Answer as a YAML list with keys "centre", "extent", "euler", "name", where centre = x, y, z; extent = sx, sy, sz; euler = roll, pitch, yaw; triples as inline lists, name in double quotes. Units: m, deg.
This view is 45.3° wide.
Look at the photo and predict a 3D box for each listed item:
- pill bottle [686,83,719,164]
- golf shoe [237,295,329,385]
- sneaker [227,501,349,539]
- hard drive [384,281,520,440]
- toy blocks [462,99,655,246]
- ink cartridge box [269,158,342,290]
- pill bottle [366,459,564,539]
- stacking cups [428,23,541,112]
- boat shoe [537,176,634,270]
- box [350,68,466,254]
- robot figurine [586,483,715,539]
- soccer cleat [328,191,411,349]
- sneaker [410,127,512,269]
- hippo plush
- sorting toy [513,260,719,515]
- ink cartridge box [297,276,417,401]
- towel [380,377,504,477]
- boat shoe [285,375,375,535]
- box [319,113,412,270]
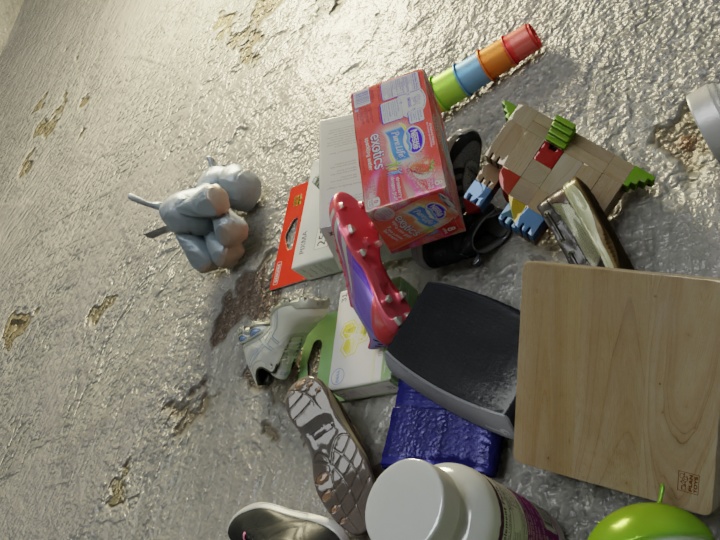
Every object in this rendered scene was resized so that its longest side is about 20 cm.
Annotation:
- centre: [0.430, -0.184, 0.841]
  extent: [0.200, 0.112, 0.113]
  euler: [-28, 46, 29]
  name: "pill bottle"
- centre: [-0.098, 0.098, 1.195]
  extent: [0.200, 0.078, 0.098]
  euler: [-36, 59, 50]
  name: "golf shoe"
- centre: [-0.113, 0.334, 1.020]
  extent: [0.199, 0.071, 0.099]
  euler: [-8, 19, 42]
  name: "sneaker"
- centre: [0.121, 0.089, 0.949]
  extent: [0.200, 0.042, 0.135]
  euler: [25, 79, 45]
  name: "hard drive"
- centre: [0.210, -0.093, 0.988]
  extent: [0.200, 0.100, 0.137]
  euler: [34, 89, 19]
  name: "toy blocks"
- centre: [-0.074, -0.080, 1.325]
  extent: [0.173, 0.044, 0.201]
  euler: [-15, 54, 37]
  name: "ink cartridge box"
- centre: [0.097, 0.244, 0.791]
  extent: [0.112, 0.200, 0.113]
  euler: [-25, 48, 31]
  name: "pill bottle"
- centre: [0.161, -0.283, 1.225]
  extent: [0.200, 0.060, 0.061]
  euler: [-30, 46, 23]
  name: "stacking cups"
- centre: [0.247, 0.001, 0.903]
  extent: [0.065, 0.073, 0.201]
  euler: [-31, 63, 27]
  name: "boat shoe"
- centre: [0.058, -0.136, 1.060]
  extent: [0.102, 0.095, 0.201]
  euler: [-17, 54, 13]
  name: "box"
- centre: [0.248, 0.279, 0.695]
  extent: [0.175, 0.115, 0.201]
  euler: [-42, 39, 33]
  name: "robot figurine"
- centre: [0.000, 0.000, 1.062]
  extent: [0.076, 0.067, 0.201]
  euler: [-36, 73, 38]
  name: "soccer cleat"
- centre: [0.144, -0.090, 1.096]
  extent: [0.113, 0.075, 0.201]
  euler: [6, 69, 41]
  name: "sneaker"
- centre: [-0.248, -0.099, 1.467]
  extent: [0.199, 0.160, 0.161]
  euler: [-1, 31, 28]
  name: "hippo plush"
- centre: [0.250, 0.098, 0.808]
  extent: [0.198, 0.069, 0.201]
  euler: [7, 98, 43]
  name: "sorting toy"
- centre: [-0.020, 0.100, 1.143]
  extent: [0.199, 0.048, 0.146]
  euler: [-15, 54, 35]
  name: "ink cartridge box"
- centre: [0.109, 0.141, 0.989]
  extent: [0.147, 0.050, 0.201]
  euler: [-4, 60, 35]
  name: "towel"
- centre: [-0.021, 0.219, 1.043]
  extent: [0.074, 0.073, 0.201]
  euler: [-30, 66, 15]
  name: "boat shoe"
- centre: [0.014, -0.117, 1.188]
  extent: [0.124, 0.098, 0.201]
  euler: [-10, 53, 11]
  name: "box"
